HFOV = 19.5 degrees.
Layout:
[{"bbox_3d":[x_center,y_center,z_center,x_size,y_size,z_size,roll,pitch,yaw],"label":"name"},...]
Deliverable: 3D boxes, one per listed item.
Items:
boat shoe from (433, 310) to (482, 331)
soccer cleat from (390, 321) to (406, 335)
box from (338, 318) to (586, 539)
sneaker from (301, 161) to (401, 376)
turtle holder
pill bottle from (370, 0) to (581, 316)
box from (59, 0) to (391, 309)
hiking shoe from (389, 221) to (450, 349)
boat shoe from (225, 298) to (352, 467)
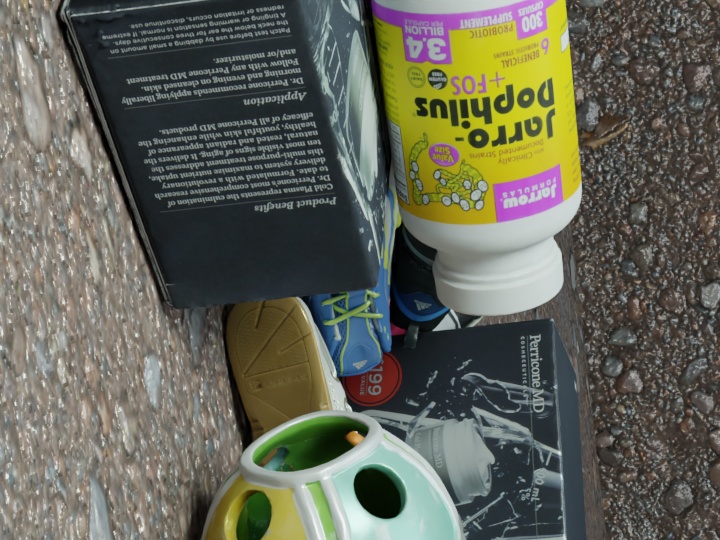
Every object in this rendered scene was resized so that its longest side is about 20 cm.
[{"bbox_3d":[0.067,0.010,1.566,0.074,0.068,0.199,58,-1,5],"label":"boat shoe"},{"bbox_3d":[0.008,0.043,1.525,0.200,0.070,0.086,67,5,-61],"label":"soccer cleat"},{"bbox_3d":[0.049,0.147,1.348,0.104,0.182,0.200,60,25,-64],"label":"box"},{"bbox_3d":[0.000,0.000,1.274,0.200,0.076,0.105,113,-42,-65],"label":"sneaker"},{"bbox_3d":[-0.033,0.156,1.119,0.141,0.185,0.132,-145,-138,-62],"label":"turtle holder"},{"bbox_3d":[0.067,-0.080,1.151,0.104,0.104,0.200,-73,157,-63],"label":"pill bottle"},{"bbox_3d":[-0.059,-0.120,1.117,0.200,0.124,0.197,-83,165,-47],"label":"box"},{"bbox_3d":[0.049,-0.036,1.372,0.200,0.074,0.087,-65,178,-58],"label":"hiking shoe"},{"bbox_3d":[-0.030,0.106,1.259,0.069,0.071,0.200,-26,108,-76],"label":"boat shoe"}]
